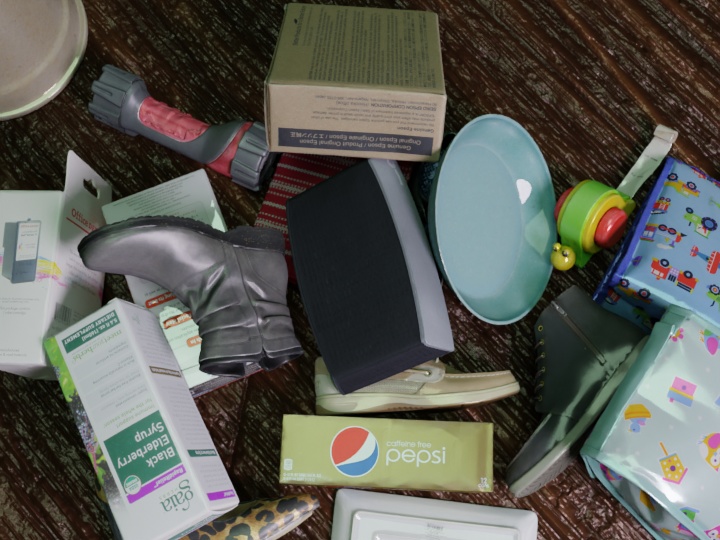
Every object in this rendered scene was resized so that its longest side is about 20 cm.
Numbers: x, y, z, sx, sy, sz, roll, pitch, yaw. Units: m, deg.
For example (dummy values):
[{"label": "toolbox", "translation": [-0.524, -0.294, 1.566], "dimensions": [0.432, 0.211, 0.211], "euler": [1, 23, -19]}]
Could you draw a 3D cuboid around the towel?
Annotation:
[{"label": "towel", "translation": [-0.027, -0.075, 0.900], "dimensions": [0.143, 0.022, 0.202], "euler": [17, 77, 19]}]

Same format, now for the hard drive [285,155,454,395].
[{"label": "hard drive", "translation": [0.000, 0.000, 0.820], "dimensions": [0.134, 0.042, 0.202], "euler": [-24, 70, 23]}]

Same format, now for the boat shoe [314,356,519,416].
[{"label": "boat shoe", "translation": [0.053, 0.104, 0.852], "dimensions": [0.197, 0.072, 0.066], "euler": [-4, 76, 3]}]

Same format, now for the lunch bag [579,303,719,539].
[{"label": "lunch bag", "translation": [0.300, 0.152, 0.797], "dimensions": [0.200, 0.122, 0.171], "euler": [41, 78, -17]}]

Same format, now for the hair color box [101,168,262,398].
[{"label": "hair color box", "translation": [-0.168, 0.016, 0.870], "dimensions": [0.110, 0.064, 0.202], "euler": [-21, 76, -7]}]

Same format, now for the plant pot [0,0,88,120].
[{"label": "plant pot", "translation": [-0.395, -0.277, 0.874], "dimensions": [0.198, 0.184, 0.203], "euler": [0, 77, -2]}]

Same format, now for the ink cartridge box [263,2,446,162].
[{"label": "ink cartridge box", "translation": [-0.003, -0.190, 0.866], "dimensions": [0.163, 0.076, 0.201], "euler": [3, 37, 0]}]

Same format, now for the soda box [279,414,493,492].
[{"label": "soda box", "translation": [0.024, 0.174, 0.833], "dimensions": [0.197, 0.068, 0.065], "euler": [2, 75, -1]}]

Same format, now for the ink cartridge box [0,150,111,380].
[{"label": "ink cartridge box", "translation": [-0.296, -0.003, 0.842], "dimensions": [0.066, 0.117, 0.202], "euler": [1, 76, 7]}]

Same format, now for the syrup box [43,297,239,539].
[{"label": "syrup box", "translation": [-0.190, 0.135, 0.769], "dimensions": [0.078, 0.081, 0.201], "euler": [-29, 74, 4]}]

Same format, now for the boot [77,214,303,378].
[{"label": "boot", "translation": [-0.144, 0.026, 0.777], "dimensions": [0.198, 0.070, 0.133], "euler": [1, 69, -27]}]

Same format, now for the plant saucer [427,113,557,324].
[{"label": "plant saucer", "translation": [0.124, -0.049, 0.859], "dimensions": [0.199, 0.036, 0.203], "euler": [2, 87, -45]}]

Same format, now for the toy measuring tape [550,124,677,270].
[{"label": "toy measuring tape", "translation": [0.256, -0.084, 0.896], "dimensions": [0.073, 0.074, 0.200], "euler": [38, 81, 8]}]

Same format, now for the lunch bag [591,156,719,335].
[{"label": "lunch bag", "translation": [0.345, -0.019, 0.886], "dimensions": [0.150, 0.094, 0.201], "euler": [30, 68, 8]}]

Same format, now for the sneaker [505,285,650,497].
[{"label": "sneaker", "translation": [0.187, 0.118, 0.860], "dimensions": [0.106, 0.075, 0.200], "euler": [39, 84, 26]}]

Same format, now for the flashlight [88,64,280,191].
[{"label": "flashlight", "translation": [-0.180, -0.151, 0.908], "dimensions": [0.198, 0.068, 0.068], "euler": [26, 78, 4]}]

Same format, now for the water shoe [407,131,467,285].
[{"label": "water shoe", "translation": [0.060, -0.044, 0.881], "dimensions": [0.071, 0.079, 0.202], "euler": [13, 76, 2]}]

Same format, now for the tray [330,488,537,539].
[{"label": "tray", "translation": [0.069, 0.272, 0.835], "dimensions": [0.197, 0.022, 0.109], "euler": [6, 75, 0]}]

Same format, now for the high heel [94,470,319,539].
[{"label": "high heel", "translation": [-0.148, 0.198, 0.819], "dimensions": [0.198, 0.071, 0.144], "euler": [-20, 84, 3]}]
